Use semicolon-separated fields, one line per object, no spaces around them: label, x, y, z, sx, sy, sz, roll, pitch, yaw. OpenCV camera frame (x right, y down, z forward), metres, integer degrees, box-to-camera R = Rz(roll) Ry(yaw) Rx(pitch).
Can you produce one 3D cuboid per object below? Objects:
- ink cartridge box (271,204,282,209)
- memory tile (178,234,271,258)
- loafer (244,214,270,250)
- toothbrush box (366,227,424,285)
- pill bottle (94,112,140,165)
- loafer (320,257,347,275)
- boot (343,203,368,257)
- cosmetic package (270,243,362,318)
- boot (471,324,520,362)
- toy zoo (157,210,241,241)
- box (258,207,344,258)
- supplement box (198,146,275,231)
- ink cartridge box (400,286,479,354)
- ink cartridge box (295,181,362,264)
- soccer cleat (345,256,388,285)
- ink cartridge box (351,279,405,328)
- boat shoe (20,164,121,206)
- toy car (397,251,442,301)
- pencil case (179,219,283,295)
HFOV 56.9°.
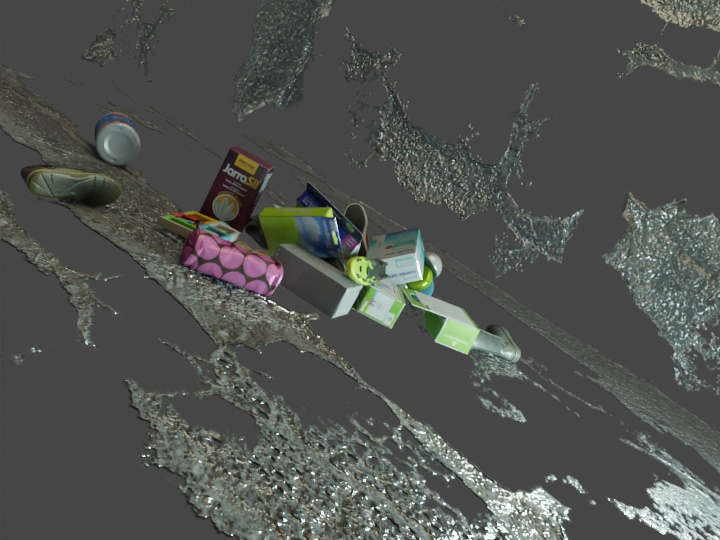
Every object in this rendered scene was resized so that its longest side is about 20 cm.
ink cartridge box;-0.158;-0.093;1.867;0.199;0.083;0.147;20;16;-35
memory tile;-0.302;-0.055;1.498;0.199;0.017;0.153;24;12;0
loafer;-0.264;-0.099;1.724;0.072;0.073;0.200;3;14;-11
toothbrush box;0.098;-0.035;1.850;0.146;0.086;0.200;-11;22;13
pill bottle;-0.650;-0.359;1.771;0.112;0.113;0.200;22;14;-30
loafer;-0.097;-0.008;1.642;0.200;0.075;0.070;32;-18;38
boot;-0.008;-0.084;1.945;0.072;0.201;0.144;-7;-20;3
cosmetic package;-0.106;0.021;1.521;0.200;0.090;0.107;36;13;16
boot;0.352;0.192;1.933;0.199;0.073;0.182;15;15;-26
toy zoo;-0.351;-0.095;1.493;0.131;0.021;0.200;24;12;5
box;-0.135;-0.091;1.589;0.199;0.122;0.048;2;38;20
supplement box;-0.309;-0.193;1.648;0.110;0.201;0.086;28;12;-4
ink cartridge box;0.193;0.127;1.755;0.199;0.076;0.148;21;14;-15
ink cartridge box;-0.084;-0.103;1.661;0.196;0.043;0.200;45;-18;11
soccer cleat;0.000;0.001;1.570;0.083;0.065;0.200;1;0;23
ink cartridge box;0.004;0.049;1.668;0.199;0.076;0.148;28;12;-9
boat shoe;-0.564;-0.176;1.306;0.065;0.073;0.200;41;16;27
toy car;0.146;0.021;1.994;0.200;0.175;0.150;37;-24;48
pencil case;-0.258;-0.020;1.341;0.199;0.091;0.094;26;6;-24
